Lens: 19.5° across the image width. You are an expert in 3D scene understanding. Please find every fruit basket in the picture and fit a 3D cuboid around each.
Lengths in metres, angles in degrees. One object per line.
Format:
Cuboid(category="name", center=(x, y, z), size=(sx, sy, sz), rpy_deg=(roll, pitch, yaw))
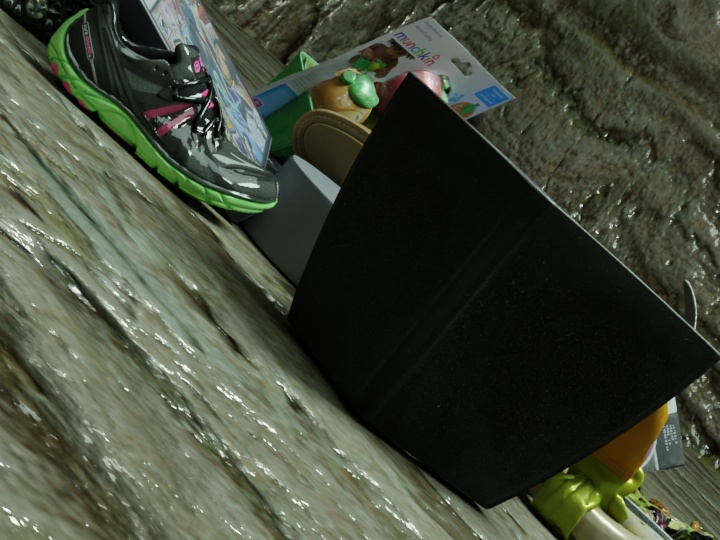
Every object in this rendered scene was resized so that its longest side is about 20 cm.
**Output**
Cuboid(category="fruit basket", center=(0.016, -0.145, 1.870), size=(0.185, 0.198, 0.095), rpy_deg=(35, 44, -56))

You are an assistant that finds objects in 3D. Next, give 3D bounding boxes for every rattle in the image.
Cuboid(category="rattle", center=(0.218, 0.162, 1.568), size=(0.199, 0.144, 0.130), rpy_deg=(32, -6, -32))

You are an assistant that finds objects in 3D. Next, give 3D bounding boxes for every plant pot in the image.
Cuboid(category="plant pot", center=(0.073, 0.028, 1.337), size=(0.200, 0.178, 0.200), rpy_deg=(37, 7, -35))

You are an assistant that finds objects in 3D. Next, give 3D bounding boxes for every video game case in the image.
Cuboid(category="video game case", center=(-0.128, -0.155, 1.614), size=(0.201, 0.025, 0.181), rpy_deg=(62, 11, -18))

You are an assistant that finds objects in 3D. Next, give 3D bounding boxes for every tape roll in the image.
Cuboid(category="tape roll", center=(0.000, 0.000, 1.631), size=(0.200, 0.066, 0.200), rpy_deg=(41, 6, -5))

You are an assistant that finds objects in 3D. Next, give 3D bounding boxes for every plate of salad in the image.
Cuboid(category="plate of salad", center=(0.272, 0.236, 1.710), size=(0.200, 0.048, 0.200), rpy_deg=(46, -2, 2))

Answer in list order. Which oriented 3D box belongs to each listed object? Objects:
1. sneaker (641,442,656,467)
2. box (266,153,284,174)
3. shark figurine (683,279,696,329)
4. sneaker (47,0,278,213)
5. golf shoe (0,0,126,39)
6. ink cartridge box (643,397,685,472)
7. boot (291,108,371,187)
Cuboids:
Cuboid(category="sneaker", center=(0.139, 0.082, 1.618), size=(0.200, 0.075, 0.099), rpy_deg=(51, -23, -11))
Cuboid(category="box", center=(-0.089, -0.093, 1.887), size=(0.200, 0.036, 0.143), rpy_deg=(37, 7, -38))
Cuboid(category="shark figurine", center=(0.142, 0.068, 1.471), size=(0.213, 0.129, 0.089), rpy_deg=(12, 26, 34))
Cuboid(category="sneaker", center=(-0.130, -0.115, 1.489), size=(0.200, 0.084, 0.077), rpy_deg=(41, 6, -14))
Cuboid(category="golf shoe", center=(-0.239, -0.212, 1.640), size=(0.200, 0.077, 0.088), rpy_deg=(47, -12, -21))
Cuboid(category="ink cartridge box", center=(0.212, 0.119, 1.801), size=(0.200, 0.037, 0.096), rpy_deg=(174, -94, -68))
Cuboid(category="boot", center=(0.034, -0.094, 1.786), size=(0.199, 0.077, 0.156), rpy_deg=(29, 26, -9))
